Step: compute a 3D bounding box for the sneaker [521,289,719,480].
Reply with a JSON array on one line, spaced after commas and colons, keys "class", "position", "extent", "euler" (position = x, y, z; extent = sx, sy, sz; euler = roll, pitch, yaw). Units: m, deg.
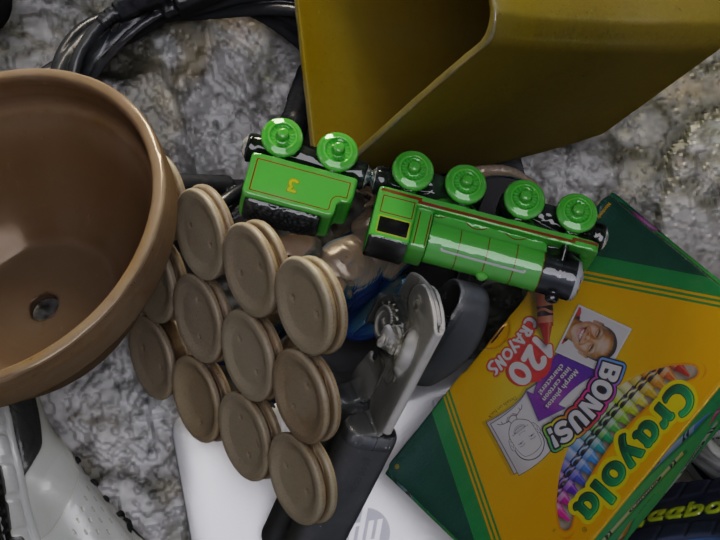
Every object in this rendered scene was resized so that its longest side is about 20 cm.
[{"class": "sneaker", "position": [0.177, 0.050, 1.135], "extent": [0.200, 0.081, 0.076], "euler": [42, 83, 2]}]

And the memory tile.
[{"class": "memory tile", "position": [-0.068, 0.034, 1.047], "extent": [0.017, 0.200, 0.154], "euler": [-15, 122, -33]}]

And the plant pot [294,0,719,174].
[{"class": "plant pot", "position": [0.084, -0.166, 1.085], "extent": [0.175, 0.200, 0.201], "euler": [4, 68, -28]}]

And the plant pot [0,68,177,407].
[{"class": "plant pot", "position": [-0.185, -0.001, 1.056], "extent": [0.199, 0.093, 0.202], "euler": [-7, 56, 11]}]

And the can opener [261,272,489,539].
[{"class": "can opener", "position": [0.011, 0.089, 1.071], "extent": [0.066, 0.053, 0.201], "euler": [9, 123, -27]}]

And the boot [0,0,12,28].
[{"class": "boot", "position": [-0.160, -0.239, 1.149], "extent": [0.199, 0.066, 0.166], "euler": [-19, 87, -12]}]

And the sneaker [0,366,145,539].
[{"class": "sneaker", "position": [-0.166, 0.143, 1.106], "extent": [0.080, 0.074, 0.201], "euler": [-16, 89, -23]}]

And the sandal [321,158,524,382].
[{"class": "sandal", "position": [0.036, -0.001, 1.140], "extent": [0.076, 0.043, 0.201], "euler": [29, 77, 2]}]

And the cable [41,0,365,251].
[{"class": "cable", "position": [-0.096, -0.092, 1.147], "extent": [0.199, 0.051, 0.164], "euler": [-35, 93, -10]}]

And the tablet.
[{"class": "tablet", "position": [-0.001, 0.130, 1.142], "extent": [0.199, 0.014, 0.131], "euler": [-10, 85, -6]}]

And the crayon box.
[{"class": "crayon box", "position": [0.123, 0.075, 1.081], "extent": [0.119, 0.058, 0.200], "euler": [41, 97, 25]}]

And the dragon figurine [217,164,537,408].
[{"class": "dragon figurine", "position": [0.000, 0.000, 1.093], "extent": [0.200, 0.100, 0.059], "euler": [-36, 74, -16]}]

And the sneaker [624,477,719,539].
[{"class": "sneaker", "position": [0.216, 0.160, 1.088], "extent": [0.074, 0.199, 0.083], "euler": [-47, 116, -42]}]

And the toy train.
[{"class": "toy train", "position": [0.031, -0.029, 1.031], "extent": [0.199, 0.042, 0.057], "euler": [15, 66, -1]}]
